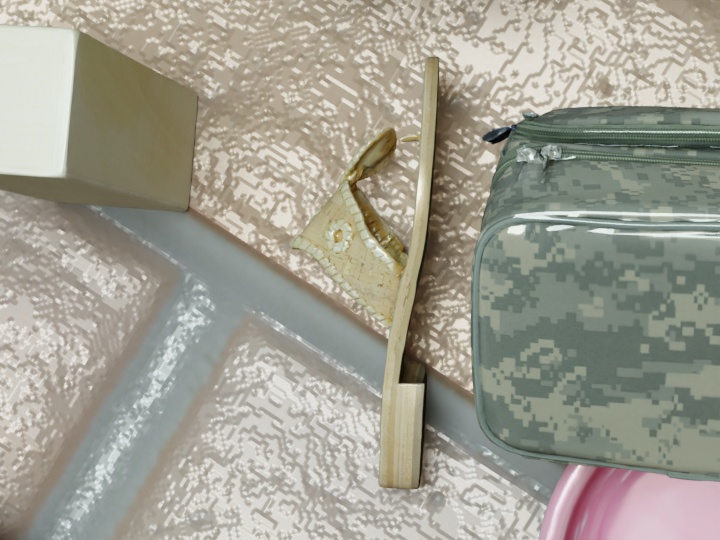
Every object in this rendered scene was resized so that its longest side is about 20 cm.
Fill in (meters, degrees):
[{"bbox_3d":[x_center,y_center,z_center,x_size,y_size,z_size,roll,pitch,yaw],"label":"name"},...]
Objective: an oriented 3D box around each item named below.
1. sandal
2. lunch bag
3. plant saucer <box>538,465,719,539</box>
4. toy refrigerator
[{"bbox_3d":[0.000,0.000,0.878,0.069,0.078,0.212,3,93,3],"label":"sandal"},{"bbox_3d":[0.149,-0.006,0.809,0.200,0.168,0.140,2,119,13],"label":"lunch bag"},{"bbox_3d":[0.184,0.147,0.856,0.200,0.051,0.201,0,87,9],"label":"plant saucer"},{"bbox_3d":[-0.138,-0.071,0.840,0.076,0.200,0.070,4,88,10],"label":"toy refrigerator"}]
